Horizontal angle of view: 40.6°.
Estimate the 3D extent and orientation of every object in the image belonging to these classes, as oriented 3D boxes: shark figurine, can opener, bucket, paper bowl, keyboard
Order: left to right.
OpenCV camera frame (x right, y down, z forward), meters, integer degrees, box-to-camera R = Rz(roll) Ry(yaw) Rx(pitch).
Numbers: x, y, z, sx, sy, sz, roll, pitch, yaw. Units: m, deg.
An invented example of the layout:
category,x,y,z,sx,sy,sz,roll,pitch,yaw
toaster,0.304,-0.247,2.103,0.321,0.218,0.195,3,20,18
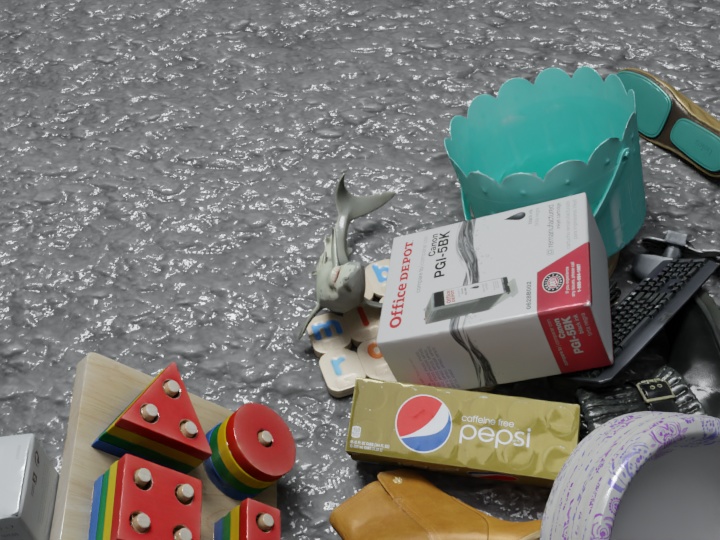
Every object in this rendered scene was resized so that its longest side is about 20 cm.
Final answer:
category,x,y,z,sx,sy,sz,roll,pitch,yaw
shark figurine,-0.005,0.001,1.004,0.089,0.129,0.215,20,29,-10
bucket,0.196,-0.101,1.007,0.205,0.136,0.208,-17,33,12
keyboard,0.243,0.046,0.925,0.199,0.021,0.127,-37,13,-30
paper bowl,0.222,0.209,0.736,0.200,0.202,0.104,-35,10,-24
can opener,0.380,0.007,0.992,0.198,0.053,0.068,17,83,19

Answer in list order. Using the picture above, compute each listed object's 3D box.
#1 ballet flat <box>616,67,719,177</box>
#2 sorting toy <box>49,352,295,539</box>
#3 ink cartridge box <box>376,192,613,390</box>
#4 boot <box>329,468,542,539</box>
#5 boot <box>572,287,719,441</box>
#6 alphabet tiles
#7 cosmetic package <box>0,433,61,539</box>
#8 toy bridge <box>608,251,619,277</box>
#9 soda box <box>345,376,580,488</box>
category,x,y,z,sx,sy,sz,roll,pitch,yaw
ballet flat,0.377,-0.172,1.149,0.063,0.069,0.200,-4,42,-38
sorting toy,-0.135,0.171,0.785,0.069,0.199,0.200,-39,38,31
ink cartridge box,0.124,0.024,0.901,0.198,0.083,0.148,-13,41,22
boot,0.086,0.211,0.815,0.199,0.072,0.144,-12,31,-24
boot,0.267,0.104,0.884,0.156,0.080,0.212,-16,32,10
alphabet tiles,0.050,0.062,0.987,0.198,0.015,0.197,-17,49,-9
cosmetic package,-0.273,0.212,0.754,0.100,0.201,0.075,-7,47,1
toy bridge,0.236,-0.014,1.029,0.067,0.027,0.200,20,52,22
soda box,0.090,0.144,0.858,0.198,0.064,0.069,6,72,8
